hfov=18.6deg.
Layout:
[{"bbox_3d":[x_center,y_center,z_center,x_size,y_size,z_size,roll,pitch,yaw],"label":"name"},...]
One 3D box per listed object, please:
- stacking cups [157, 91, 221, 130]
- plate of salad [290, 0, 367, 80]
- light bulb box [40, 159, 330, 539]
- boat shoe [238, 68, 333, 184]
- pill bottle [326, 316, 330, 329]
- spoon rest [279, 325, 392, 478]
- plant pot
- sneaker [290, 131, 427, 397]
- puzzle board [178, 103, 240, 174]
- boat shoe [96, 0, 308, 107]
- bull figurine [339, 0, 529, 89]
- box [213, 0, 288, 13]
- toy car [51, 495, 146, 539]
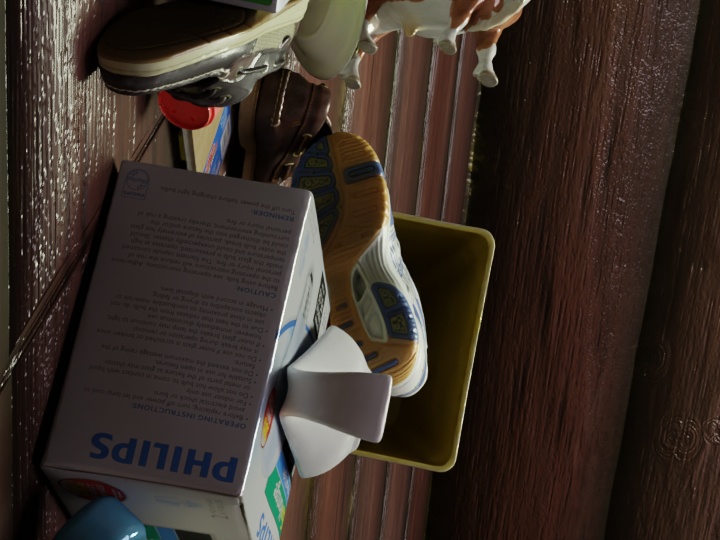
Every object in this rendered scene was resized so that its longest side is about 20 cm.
[{"bbox_3d":[-0.076,-0.171,1.440,0.200,0.060,0.061,-62,162,-45],"label":"stacking cups"},{"bbox_3d":[-0.022,-0.238,1.582,0.200,0.048,0.201,175,-90,-68],"label":"plate of salad"},{"bbox_3d":[-0.102,0.069,1.378,0.198,0.124,0.200,82,18,-67],"label":"light bulb box"},{"bbox_3d":[-0.056,-0.102,1.667,0.200,0.070,0.071,107,-8,-81],"label":"boat shoe"},{"bbox_3d":[-0.072,0.039,1.617,0.200,0.112,0.113,-48,147,-76],"label":"pill bottle"},{"bbox_3d":[-0.022,0.080,1.363,0.200,0.060,0.100,144,-42,-82],"label":"spoon rest"},{"bbox_3d":[-0.011,0.055,1.859,0.176,0.199,0.201,132,-31,-83],"label":"plant pot"},{"bbox_3d":[0.000,0.000,1.594,0.088,0.075,0.200,53,24,-67],"label":"sneaker"},{"bbox_3d":[-0.097,-0.155,1.544,0.151,0.017,0.200,90,12,-57],"label":"puzzle board"},{"bbox_3d":[-0.088,-0.127,1.309,0.200,0.073,0.065,-32,132,-55],"label":"boat shoe"},{"bbox_3d":[0.067,-0.197,1.624,0.065,0.200,0.122,54,47,-40],"label":"bull figurine"},{"bbox_3d":[-0.062,-0.275,1.345,0.200,0.096,0.177,-62,162,-65],"label":"box"},{"bbox_3d":[-0.151,0.274,1.270,0.200,0.184,0.177,-43,165,-24],"label":"toy car"}]
